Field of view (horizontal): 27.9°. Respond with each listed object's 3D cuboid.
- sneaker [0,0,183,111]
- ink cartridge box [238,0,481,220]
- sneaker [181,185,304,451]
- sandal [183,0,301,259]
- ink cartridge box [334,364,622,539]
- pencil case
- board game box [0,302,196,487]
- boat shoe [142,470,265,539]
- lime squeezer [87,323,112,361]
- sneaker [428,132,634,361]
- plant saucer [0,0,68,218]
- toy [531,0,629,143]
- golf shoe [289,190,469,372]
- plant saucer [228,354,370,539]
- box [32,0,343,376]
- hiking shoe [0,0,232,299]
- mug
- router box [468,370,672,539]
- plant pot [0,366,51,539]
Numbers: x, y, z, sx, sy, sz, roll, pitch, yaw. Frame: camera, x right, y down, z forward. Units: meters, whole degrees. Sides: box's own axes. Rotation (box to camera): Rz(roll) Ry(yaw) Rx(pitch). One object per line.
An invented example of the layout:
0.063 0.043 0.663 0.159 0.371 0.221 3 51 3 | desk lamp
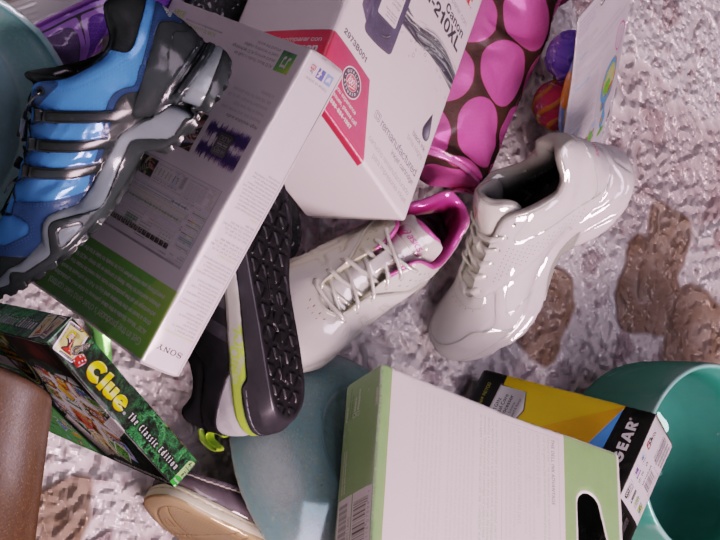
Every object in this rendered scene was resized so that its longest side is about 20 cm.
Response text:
-0.195 -0.138 0.891 0.199 0.080 0.084 -28 120 -24 | sneaker
-0.003 -0.157 0.973 0.145 0.084 0.201 52 50 -47 | ink cartridge box
-0.090 0.010 0.897 0.072 0.082 0.202 10 73 -65 | sneaker
-0.093 -0.092 0.972 0.075 0.048 0.202 -26 115 -36 | sandal
0.080 0.160 0.939 0.199 0.048 0.146 23 52 -26 | ink cartridge box
0.088 -0.151 1.080 0.094 0.090 0.201 37 69 -34 | pencil case
-0.168 0.062 0.808 0.023 0.200 0.105 -48 115 -19 | board game box
-0.056 0.165 0.968 0.199 0.072 0.065 29 63 -32 | boat shoe
-0.134 0.011 0.923 0.070 0.038 0.201 34 79 -11 | lime squeezer
0.102 -0.024 1.047 0.099 0.078 0.200 24 108 -41 | sneaker
-0.258 -0.073 0.810 0.199 0.036 0.201 -17 125 -25 | plant saucer
0.161 -0.130 1.108 0.115 0.047 0.201 -50 147 -45 | toy
0.000 0.000 0.981 0.075 0.091 0.200 52 46 0 | golf shoe
0.002 0.132 0.970 0.200 0.039 0.202 30 41 -30 | plant saucer
-0.109 -0.054 0.859 0.036 0.144 0.201 31 88 -46 | box
-0.164 -0.072 0.816 0.087 0.074 0.200 43 97 -13 | hiking shoe
0.223 0.146 1.143 0.184 0.114 0.153 13 81 -34 | mug
0.116 0.181 1.038 0.201 0.148 0.051 -61 141 -22 | router box
-0.255 0.148 0.758 0.199 0.200 0.200 21 67 -33 | plant pot
